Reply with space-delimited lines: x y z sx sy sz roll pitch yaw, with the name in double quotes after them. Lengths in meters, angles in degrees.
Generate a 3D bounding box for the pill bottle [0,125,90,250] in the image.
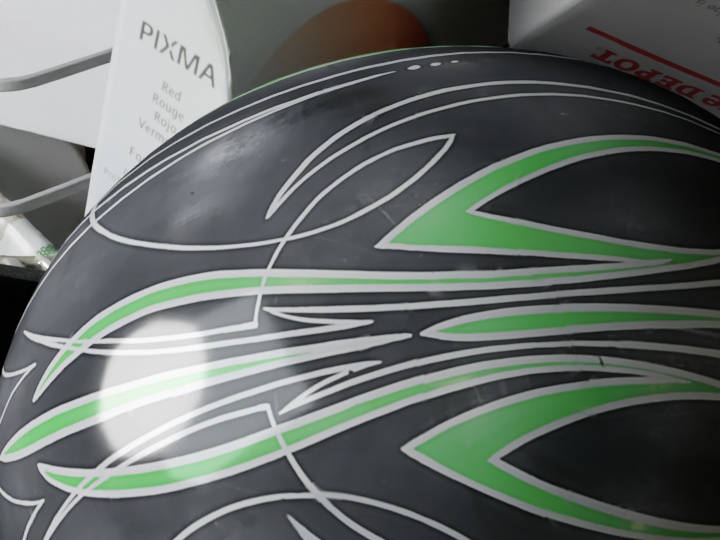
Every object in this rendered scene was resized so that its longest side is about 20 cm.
-0.193 -0.059 1.136 0.200 0.112 0.113 40 108 57 "pill bottle"

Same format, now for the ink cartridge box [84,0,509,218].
0.008 -0.099 0.648 0.050 0.162 0.200 36 135 19 "ink cartridge box"

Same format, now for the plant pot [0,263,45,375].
-0.076 0.137 0.778 0.178 0.200 0.200 121 150 -45 "plant pot"

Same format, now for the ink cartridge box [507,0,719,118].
0.118 -0.090 0.640 0.200 0.116 0.067 -29 50 49 "ink cartridge box"

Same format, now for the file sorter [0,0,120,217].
-0.146 -0.135 0.919 0.139 0.124 0.200 14 112 30 "file sorter"

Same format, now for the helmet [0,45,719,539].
0.019 0.041 0.566 0.200 0.191 0.201 -12 71 37 "helmet"

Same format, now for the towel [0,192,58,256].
-0.150 0.053 1.000 0.200 0.031 0.149 44 112 25 "towel"

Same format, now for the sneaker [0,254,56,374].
-0.085 0.009 0.843 0.093 0.200 0.070 -49 45 23 "sneaker"
